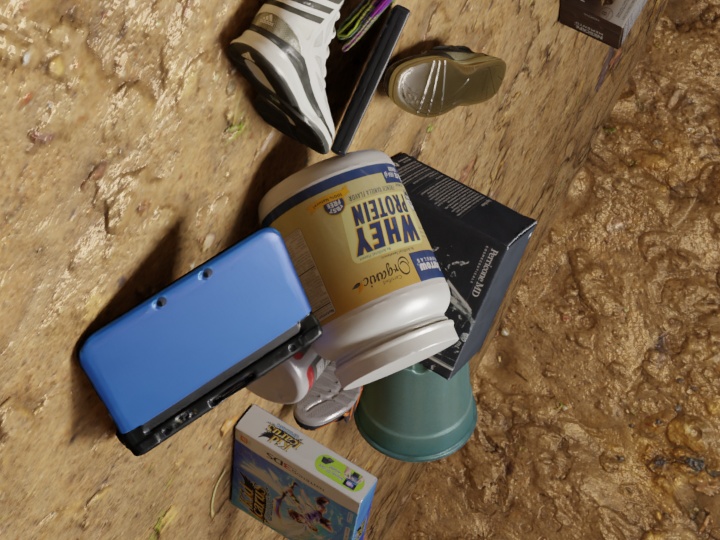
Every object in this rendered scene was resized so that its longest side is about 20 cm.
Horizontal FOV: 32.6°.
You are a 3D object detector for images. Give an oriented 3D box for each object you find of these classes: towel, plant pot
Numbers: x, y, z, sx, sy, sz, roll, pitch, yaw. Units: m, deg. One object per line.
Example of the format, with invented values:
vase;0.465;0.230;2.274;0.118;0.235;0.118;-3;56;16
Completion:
towel;0.058;-0.284;1.060;0.200;0.023;0.144;-45;-173;39
plant pot;0.087;0.159;1.911;0.200;0.200;0.196;-51;154;-36

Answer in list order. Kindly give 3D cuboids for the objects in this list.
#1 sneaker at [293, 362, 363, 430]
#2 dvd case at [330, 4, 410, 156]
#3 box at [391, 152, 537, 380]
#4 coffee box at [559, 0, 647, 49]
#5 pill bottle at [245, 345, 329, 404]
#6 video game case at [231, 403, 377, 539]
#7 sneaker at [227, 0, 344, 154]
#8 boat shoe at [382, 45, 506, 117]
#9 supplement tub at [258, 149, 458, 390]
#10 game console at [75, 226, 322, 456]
sneaker;-0.036;0.184;1.718;0.200;0.077;0.112;-45;157;-49
dvd case;0.009;-0.186;1.184;0.200;0.017;0.143;-88;-157;-79
box;0.082;-0.008;1.532;0.124;0.196;0.201;-36;151;-59
coffee box;0.418;-0.476;1.994;0.200;0.113;0.080;-58;165;-10
pill bottle;-0.055;0.033;1.299;0.200;0.114;0.114;-52;163;-32
video game case;-0.076;0.278;1.545;0.045;0.181;0.200;-49;161;-35
sneaker;-0.037;-0.179;1.042;0.116;0.076;0.201;-57;163;-10
boat shoe;0.087;-0.221;1.417;0.200;0.065;0.073;-10;123;-48
supplement tub;0.000;0.000;1.186;0.144;0.201;0.144;-23;171;-4
game console;-0.148;0.061;1.093;0.200;0.119;0.171;-32;-172;-16
